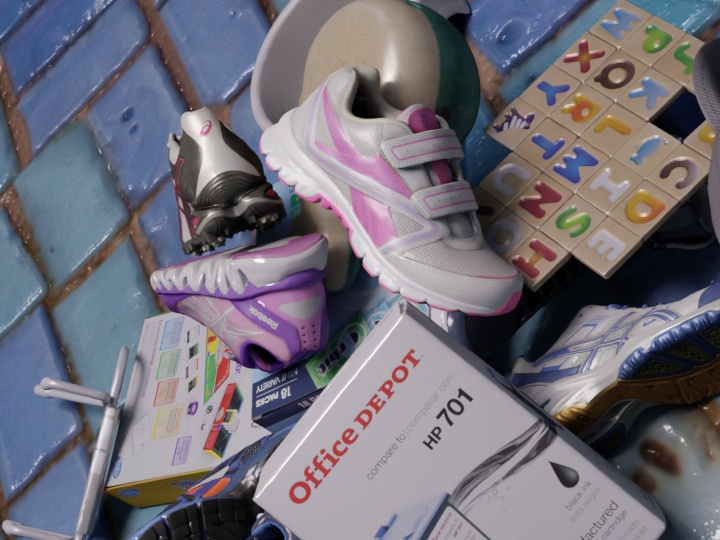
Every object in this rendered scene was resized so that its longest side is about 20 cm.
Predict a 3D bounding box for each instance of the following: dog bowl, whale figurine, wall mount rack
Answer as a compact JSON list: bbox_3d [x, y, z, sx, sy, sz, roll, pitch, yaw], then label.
[{"bbox_3d":[-0.006,-0.166,1.533,0.200,0.059,0.201,-26,47,32],"label":"dog bowl"},{"bbox_3d":[0.015,-0.085,1.310,0.159,0.103,0.201,40,118,51],"label":"whale figurine"},{"bbox_3d":[-0.238,0.153,1.518,0.174,0.074,0.201,139,144,-79],"label":"wall mount rack"}]

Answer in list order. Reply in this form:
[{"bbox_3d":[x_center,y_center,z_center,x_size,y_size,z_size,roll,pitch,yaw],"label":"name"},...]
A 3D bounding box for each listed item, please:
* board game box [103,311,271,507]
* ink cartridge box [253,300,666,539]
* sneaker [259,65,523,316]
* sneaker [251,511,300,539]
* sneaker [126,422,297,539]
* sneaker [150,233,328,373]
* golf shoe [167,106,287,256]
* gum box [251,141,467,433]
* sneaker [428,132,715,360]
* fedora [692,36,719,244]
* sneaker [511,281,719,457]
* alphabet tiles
[{"bbox_3d":[-0.099,0.093,1.456,0.199,0.040,0.154,-13,54,39],"label":"board game box"},{"bbox_3d":[0.057,0.136,1.139,0.147,0.200,0.086,-51,3,4],"label":"ink cartridge box"},{"bbox_3d":[0.028,-0.052,1.186,0.200,0.081,0.088,42,117,16],"label":"sneaker"},{"bbox_3d":[-0.020,0.164,1.216,0.077,0.085,0.201,7,67,46],"label":"sneaker"},{"bbox_3d":[-0.094,0.170,1.263,0.200,0.076,0.078,-31,8,-35],"label":"sneaker"},{"bbox_3d":[-0.080,0.028,1.326,0.200,0.080,0.089,-4,103,61],"label":"sneaker"},{"bbox_3d":[-0.097,-0.062,1.343,0.077,0.088,0.200,-22,-1,-11],"label":"golf shoe"},{"bbox_3d":[0.000,0.000,1.356,0.169,0.045,0.201,-26,47,31],"label":"gum box"},{"bbox_3d":[0.141,-0.016,1.235,0.146,0.077,0.203,4,48,45],"label":"sneaker"},{"bbox_3d":[0.264,-0.043,1.114,0.200,0.176,0.091,48,131,31],"label":"fedora"},{"bbox_3d":[0.169,0.045,1.192,0.200,0.075,0.088,-32,44,24],"label":"sneaker"},{"bbox_3d":[0.151,-0.078,1.226,0.200,0.008,0.167,-43,44,-7],"label":"alphabet tiles"}]
